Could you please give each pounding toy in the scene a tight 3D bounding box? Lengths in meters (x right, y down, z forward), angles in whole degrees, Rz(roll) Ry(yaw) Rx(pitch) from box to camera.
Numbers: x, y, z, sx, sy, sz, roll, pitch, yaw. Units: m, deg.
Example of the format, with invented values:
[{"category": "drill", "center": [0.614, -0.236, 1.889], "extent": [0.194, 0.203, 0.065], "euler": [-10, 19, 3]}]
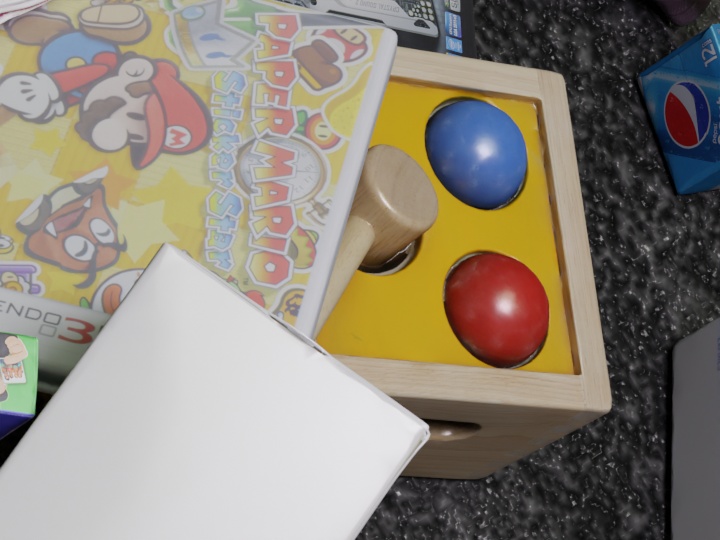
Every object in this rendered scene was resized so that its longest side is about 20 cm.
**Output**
[{"category": "pounding toy", "center": [0.000, 0.000, 0.989], "extent": [0.199, 0.142, 0.185], "euler": [6, 66, -30]}]

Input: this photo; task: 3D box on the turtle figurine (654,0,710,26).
[{"category": "turtle figurine", "center": [0.117, -0.195, 1.166], "extent": [0.200, 0.150, 0.101], "euler": [37, 92, -26]}]

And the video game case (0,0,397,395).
[{"category": "video game case", "center": [-0.093, -0.038, 0.898], "extent": [0.181, 0.023, 0.201], "euler": [14, 50, 3]}]

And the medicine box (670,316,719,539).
[{"category": "medicine box", "center": [0.252, 0.123, 1.121], "extent": [0.199, 0.103, 0.183], "euler": [18, 61, -25]}]

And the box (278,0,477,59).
[{"category": "box", "center": [-0.027, -0.175, 1.108], "extent": [0.157, 0.050, 0.201], "euler": [13, 63, -29]}]

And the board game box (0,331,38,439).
[{"category": "board game box", "center": [-0.207, 0.054, 0.794], "extent": [0.134, 0.200, 0.029], "euler": [11, 65, -28]}]

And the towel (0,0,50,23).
[{"category": "towel", "center": [-0.179, -0.170, 0.965], "extent": [0.199, 0.030, 0.146], "euler": [33, 46, 22]}]

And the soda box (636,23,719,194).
[{"category": "soda box", "center": [0.242, -0.090, 1.235], "extent": [0.199, 0.064, 0.068], "euler": [-9, 75, -35]}]

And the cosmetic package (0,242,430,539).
[{"category": "cosmetic package", "center": [-0.079, 0.105, 0.764], "extent": [0.107, 0.085, 0.200], "euler": [37, 76, 0]}]
